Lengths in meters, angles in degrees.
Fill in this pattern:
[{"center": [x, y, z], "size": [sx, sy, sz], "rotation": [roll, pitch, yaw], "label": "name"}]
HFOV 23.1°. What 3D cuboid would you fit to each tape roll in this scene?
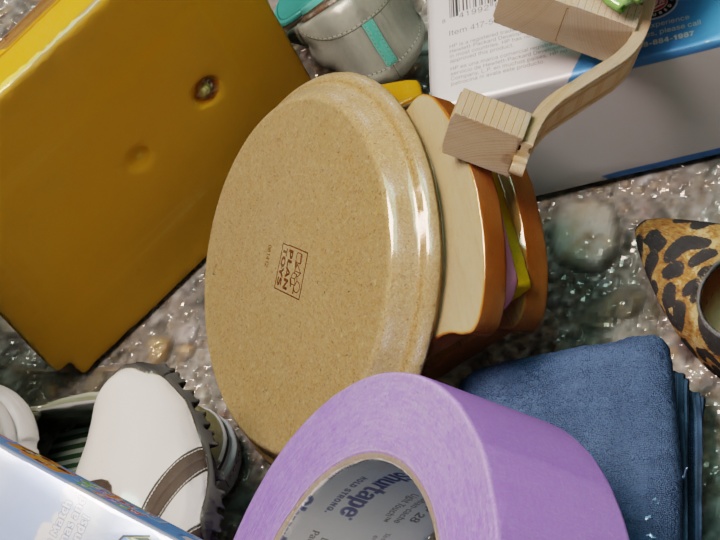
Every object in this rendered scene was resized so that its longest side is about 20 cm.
[{"center": [0.014, 0.143, 0.664], "size": [0.200, 0.065, 0.201], "rotation": [-38, 41, 43], "label": "tape roll"}]

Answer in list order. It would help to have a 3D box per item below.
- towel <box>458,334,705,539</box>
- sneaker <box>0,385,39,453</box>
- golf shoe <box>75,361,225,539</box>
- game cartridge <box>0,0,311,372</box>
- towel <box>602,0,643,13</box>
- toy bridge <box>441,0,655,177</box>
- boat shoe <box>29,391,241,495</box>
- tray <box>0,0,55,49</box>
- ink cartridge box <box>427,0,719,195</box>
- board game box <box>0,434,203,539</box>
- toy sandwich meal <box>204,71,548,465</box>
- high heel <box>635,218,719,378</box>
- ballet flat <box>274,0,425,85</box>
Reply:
[{"center": [0.084, 0.128, 0.719], "size": [0.111, 0.049, 0.201], "rotation": [-9, 54, 24], "label": "towel"}, {"center": [-0.196, 0.140, 0.728], "size": [0.073, 0.080, 0.202], "rotation": [6, 81, 24], "label": "sneaker"}, {"center": [-0.113, 0.123, 0.722], "size": [0.077, 0.094, 0.202], "rotation": [-26, 52, 41], "label": "golf shoe"}, {"center": [-0.117, -0.062, 0.865], "size": [0.200, 0.177, 0.032], "rotation": [-44, 52, -10], "label": "game cartridge"}, {"center": [0.128, -0.205, 0.822], "size": [0.149, 0.031, 0.200], "rotation": [42, 54, 14], "label": "towel"}, {"center": [0.093, -0.112, 0.775], "size": [0.067, 0.027, 0.201], "rotation": [20, 52, 2], "label": "toy bridge"}, {"center": [-0.156, 0.090, 0.849], "size": [0.198, 0.062, 0.072], "rotation": [-13, 52, 16], "label": "boat shoe"}, {"center": [-0.180, -0.100, 1.015], "size": [0.200, 0.037, 0.098], "rotation": [-46, 51, -12], "label": "tray"}, {"center": [0.111, -0.147, 0.881], "size": [0.145, 0.086, 0.201], "rotation": [-12, 51, 16], "label": "ink cartridge box"}, {"center": [-0.113, 0.155, 0.640], "size": [0.199, 0.037, 0.152], "rotation": [23, 88, 21], "label": "board game box"}, {"center": [0.000, 0.000, 0.810], "size": [0.205, 0.070, 0.207], "rotation": [-12, 75, 55], "label": "toy sandwich meal"}, {"center": [0.173, -0.001, 0.709], "size": [0.071, 0.143, 0.200], "rotation": [-43, 50, -10], "label": "high heel"}, {"center": [-0.006, -0.125, 0.918], "size": [0.067, 0.064, 0.200], "rotation": [-36, 13, 3], "label": "ballet flat"}]
